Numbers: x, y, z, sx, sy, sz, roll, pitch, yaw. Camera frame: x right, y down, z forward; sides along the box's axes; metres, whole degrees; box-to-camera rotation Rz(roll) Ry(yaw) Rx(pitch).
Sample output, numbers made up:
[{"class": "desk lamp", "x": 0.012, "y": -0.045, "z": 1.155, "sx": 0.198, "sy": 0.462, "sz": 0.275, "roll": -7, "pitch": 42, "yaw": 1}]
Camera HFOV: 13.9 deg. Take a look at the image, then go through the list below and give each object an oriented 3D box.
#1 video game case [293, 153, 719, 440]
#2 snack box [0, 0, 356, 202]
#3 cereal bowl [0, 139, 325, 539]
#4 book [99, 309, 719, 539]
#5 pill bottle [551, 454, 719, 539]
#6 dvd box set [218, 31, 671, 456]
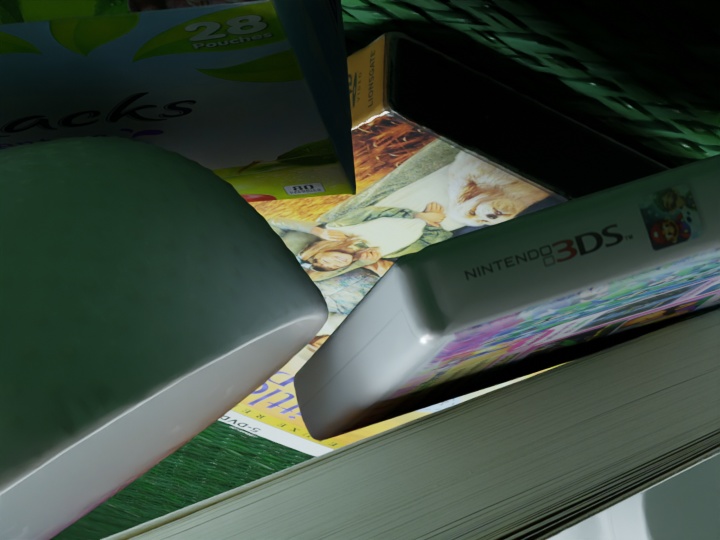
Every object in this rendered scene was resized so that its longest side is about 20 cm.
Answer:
[{"class": "video game case", "x": 0.081, "y": -0.005, "z": 0.704, "sx": 0.182, "sy": 0.024, "sz": 0.200, "roll": -17, "pitch": 174, "yaw": -10}, {"class": "snack box", "x": -0.109, "y": -0.059, "z": 0.716, "sx": 0.200, "sy": 0.068, "sz": 0.169, "roll": -6, "pitch": 166, "yaw": 4}, {"class": "cereal bowl", "x": -0.110, "y": 0.032, "z": 0.669, "sx": 0.083, "sy": 0.200, "sz": 0.200, "roll": 57, "pitch": 170, "yaw": 5}, {"class": "book", "x": -0.013, "y": 0.069, "z": 0.754, "sx": 0.200, "sy": 0.048, "sz": 0.134, "roll": -23, "pitch": 178, "yaw": -23}, {"class": "pill bottle", "x": 0.109, "y": 0.092, "z": 1.146, "sx": 0.120, "sy": 0.120, "sz": 0.200, "roll": 20, "pitch": 169, "yaw": -16}, {"class": "dvd box set", "x": 0.000, "y": 0.000, "z": 0.920, "sx": 0.146, "sy": 0.029, "sz": 0.200, "roll": 25, "pitch": 146, "yaw": -33}]
